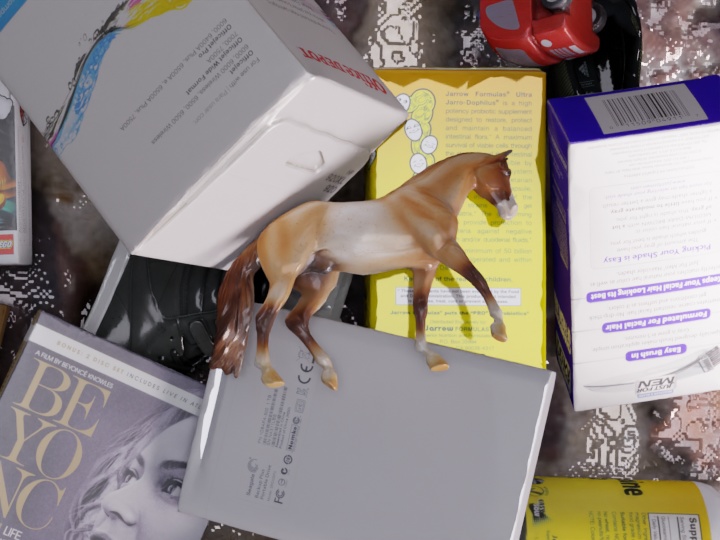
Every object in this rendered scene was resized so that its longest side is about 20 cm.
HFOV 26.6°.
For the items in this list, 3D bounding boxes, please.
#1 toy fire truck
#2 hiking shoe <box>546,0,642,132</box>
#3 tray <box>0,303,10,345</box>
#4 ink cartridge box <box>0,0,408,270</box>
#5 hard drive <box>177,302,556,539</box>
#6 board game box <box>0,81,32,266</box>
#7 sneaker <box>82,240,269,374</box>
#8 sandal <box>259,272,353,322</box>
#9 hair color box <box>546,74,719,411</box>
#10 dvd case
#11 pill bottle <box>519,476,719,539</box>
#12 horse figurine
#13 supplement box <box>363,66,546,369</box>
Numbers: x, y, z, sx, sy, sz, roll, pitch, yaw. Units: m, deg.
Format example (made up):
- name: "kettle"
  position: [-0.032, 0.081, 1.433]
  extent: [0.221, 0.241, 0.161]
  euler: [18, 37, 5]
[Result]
- name: "toy fire truck"
  position: [0.079, -0.216, 0.953]
  extent: [0.141, 0.049, 0.200]
  euler: [-11, 71, 36]
- name: "hiking shoe"
  position: [0.145, -0.174, 0.976]
  extent: [0.076, 0.101, 0.200]
  euler: [-17, 90, -15]
- name: "tray"
  position: [-0.293, 0.109, 0.965]
  extent: [0.098, 0.037, 0.200]
  euler: [12, 87, 23]
- name: "ink cartridge box"
  position: [-0.103, -0.121, 0.883]
  extent: [0.145, 0.147, 0.200]
  euler: [-44, 71, 15]
- name: "hard drive"
  position: [0.002, 0.101, 0.888]
  extent: [0.200, 0.025, 0.132]
  euler: [12, 86, 17]
- name: "board game box"
  position: [-0.314, -0.064, 0.980]
  extent: [0.200, 0.035, 0.127]
  euler: [-2, 89, 3]
- name: "sneaker"
  position: [-0.120, 0.054, 0.960]
  extent: [0.099, 0.071, 0.200]
  euler: [15, 83, 23]
- name: "sandal"
  position: [-0.040, 0.056, 0.984]
  extent: [0.050, 0.082, 0.203]
  euler: [29, 83, -44]
- name: "hair color box"
  position: [0.176, -0.014, 0.942]
  extent: [0.109, 0.065, 0.200]
  euler: [-8, 122, -3]
- name: "dvd case"
  position: [-0.167, 0.144, 0.910]
  extent: [0.149, 0.016, 0.200]
  euler: [26, 82, -16]
- name: "pill bottle"
  position: [0.169, 0.187, 0.957]
  extent: [0.200, 0.112, 0.113]
  euler: [2, 87, -3]
- name: "horse figurine"
  position: [0.000, 0.000, 0.872]
  extent: [0.200, 0.050, 0.133]
  euler: [-13, 63, 6]
- name: "supplement box"
  position: [0.057, -0.021, 0.965]
  extent: [0.109, 0.109, 0.200]
  euler: [0, 87, -2]
